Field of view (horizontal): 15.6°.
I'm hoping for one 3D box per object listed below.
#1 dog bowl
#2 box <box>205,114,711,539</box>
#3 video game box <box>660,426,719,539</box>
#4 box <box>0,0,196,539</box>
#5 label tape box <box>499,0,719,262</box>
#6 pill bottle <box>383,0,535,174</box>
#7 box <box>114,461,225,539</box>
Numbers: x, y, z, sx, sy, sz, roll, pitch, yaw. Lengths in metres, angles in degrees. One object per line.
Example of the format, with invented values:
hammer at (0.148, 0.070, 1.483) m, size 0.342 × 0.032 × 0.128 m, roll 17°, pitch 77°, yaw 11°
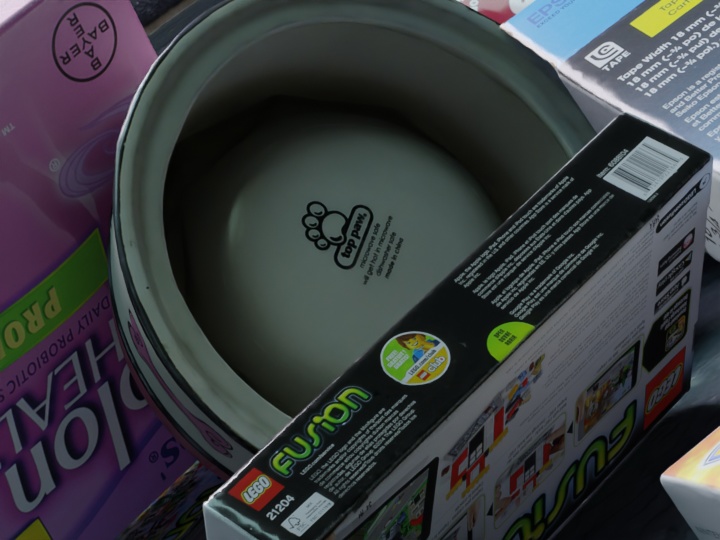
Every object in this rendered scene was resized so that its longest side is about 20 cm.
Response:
dog bowl at (0.000, 0.000, 0.925) m, size 0.200 × 0.200 × 0.074 m, roll -43°, pitch -3°, yaw -31°
box at (0.034, 0.052, 0.799) m, size 0.035 × 0.110 × 0.200 m, roll 30°, pitch 53°, yaw 27°
video game box at (0.195, 0.017, 0.667) m, size 0.200 × 0.047 × 0.182 m, roll -38°, pitch 10°, yaw -13°
box at (-0.143, 0.004, 0.971) m, size 0.097 × 0.200 × 0.176 m, roll 18°, pitch 52°, yaw 46°
label tape box at (0.160, -0.070, 0.888) m, size 0.144 × 0.063 × 0.200 m, roll -36°, pitch 34°, yaw -8°
pill bottle at (0.104, -0.083, 1.017) m, size 0.200 × 0.113 × 0.113 m, roll -5°, pitch 24°, yaw 21°
box at (-0.077, 0.115, 1.030) m, size 0.110 × 0.035 × 0.200 m, roll -25°, pitch 16°, yaw 41°
